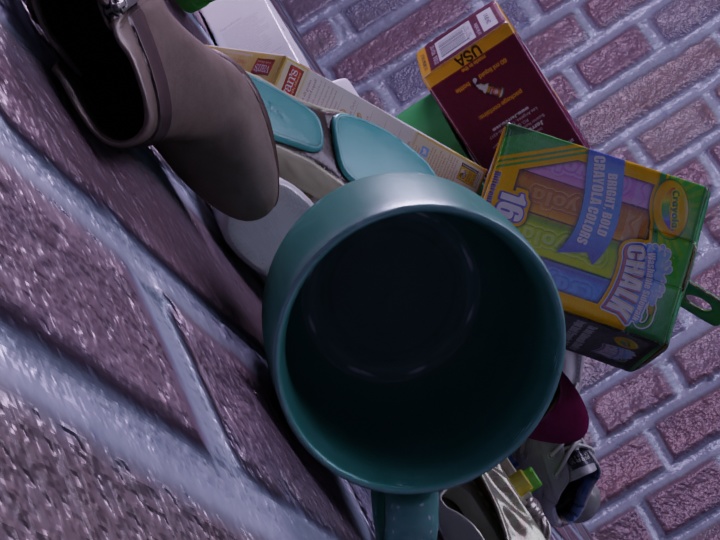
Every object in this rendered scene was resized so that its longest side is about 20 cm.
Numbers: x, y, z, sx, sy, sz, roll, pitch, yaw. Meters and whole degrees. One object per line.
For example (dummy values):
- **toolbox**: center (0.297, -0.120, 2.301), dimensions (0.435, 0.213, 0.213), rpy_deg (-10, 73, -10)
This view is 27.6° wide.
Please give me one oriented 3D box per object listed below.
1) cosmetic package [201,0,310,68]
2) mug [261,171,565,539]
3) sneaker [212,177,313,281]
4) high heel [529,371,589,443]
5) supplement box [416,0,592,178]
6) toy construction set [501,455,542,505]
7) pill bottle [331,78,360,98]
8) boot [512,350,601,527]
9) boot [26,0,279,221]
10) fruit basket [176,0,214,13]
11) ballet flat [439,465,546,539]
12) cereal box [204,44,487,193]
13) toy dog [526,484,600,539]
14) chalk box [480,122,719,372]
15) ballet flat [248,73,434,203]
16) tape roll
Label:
- **cosmetic package**: center (-0.096, -0.217, 1.539), dimensions (0.102, 0.074, 0.201), rpy_deg (54, 8, -48)
- **mug**: center (0.014, 0.038, 0.783), dimensions (0.151, 0.186, 0.114), rpy_deg (31, 10, -16)
- **sneaker**: center (-0.028, 0.002, 0.942), dimensions (0.200, 0.075, 0.088), rpy_deg (54, -5, -31)
- **high heel**: center (0.110, 0.078, 1.055), dimensions (0.199, 0.068, 0.096), rpy_deg (33, -6, -26)
- **supplement box**: center (0.137, -0.115, 1.240), dimensions (0.201, 0.085, 0.110), rpy_deg (55, 11, -16)
- **toy construction set**: center (0.078, 0.122, 1.174), dimensions (0.131, 0.092, 0.201), rpy_deg (51, 20, -53)
- **pill bottle**: center (0.002, -0.059, 1.286), dimensions (0.201, 0.119, 0.120), rpy_deg (58, 5, 4)
- **boot**: center (0.165, 0.122, 1.183), dimensions (0.096, 0.073, 0.201), rpy_deg (56, -21, 37)
- **boot**: center (-0.108, -0.091, 0.759), dimensions (0.201, 0.070, 0.146), rpy_deg (56, 12, -16)
- **fruit basket**: center (-0.147, -0.356, 1.428), dimensions (0.156, 0.215, 0.216), rpy_deg (55, 6, -38)
- **ballet flat**: center (0.063, 0.139, 1.024), dimensions (0.062, 0.068, 0.201), rpy_deg (-8, 55, -49)
- **cereal box**: center (-0.019, -0.109, 1.118), dimensions (0.199, 0.040, 0.144), rpy_deg (27, -4, -33)
- **toy dog**: center (0.121, 0.157, 1.329), dimensions (0.096, 0.131, 0.201), rpy_deg (-25, -86, 56)
- **chalk box**: center (0.177, -0.008, 1.073), dimensions (0.198, 0.125, 0.124), rpy_deg (18, -12, 2)
- **ballet flat**: center (-0.035, -0.077, 0.980), dimensions (0.199, 0.070, 0.070), rpy_deg (25, 25, -35)
- **tape roll**: center (0.101, -0.061, 1.287), dimensions (0.201, 0.048, 0.201), rpy_deg (54, 12, -16)
